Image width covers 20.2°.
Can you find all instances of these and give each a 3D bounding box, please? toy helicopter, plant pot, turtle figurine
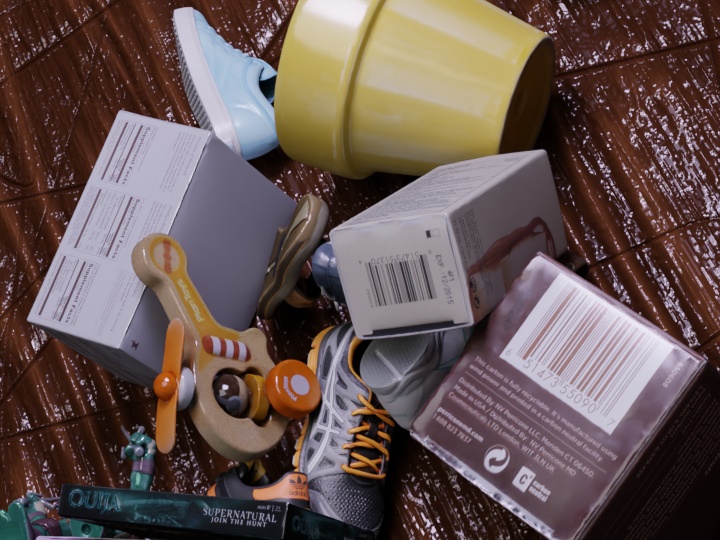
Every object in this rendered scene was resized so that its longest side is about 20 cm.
[{"bbox_3d":[-0.132,0.063,1.618,0.079,0.132,0.201,-37,80,45],"label":"toy helicopter"},{"bbox_3d":[0.054,-0.161,1.681,0.188,0.201,0.202,18,77,18],"label":"plant pot"},{"bbox_3d":[-0.223,0.200,1.687,0.149,0.200,0.101,-34,85,10],"label":"turtle figurine"}]

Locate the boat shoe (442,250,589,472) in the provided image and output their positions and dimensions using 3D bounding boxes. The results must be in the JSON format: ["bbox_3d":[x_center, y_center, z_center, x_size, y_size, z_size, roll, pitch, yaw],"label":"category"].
[{"bbox_3d":[0.126,0.070,1.602,0.074,0.075,0.204,15,77,24],"label":"boat shoe"}]

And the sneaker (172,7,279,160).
[{"bbox_3d":[-0.117,-0.173,1.859,0.081,0.074,0.201,-14,52,-11],"label":"sneaker"}]

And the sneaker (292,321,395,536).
[{"bbox_3d":[-0.004,0.126,1.630,0.077,0.078,0.201,-33,51,47],"label":"sneaker"}]

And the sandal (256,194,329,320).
[{"bbox_3d":[-0.047,-0.005,1.682,0.054,0.200,0.081,18,69,-8],"label":"sandal"}]

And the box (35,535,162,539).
[{"bbox_3d":[-0.136,0.280,1.573,0.175,0.200,0.097,-1,67,28],"label":"box"}]

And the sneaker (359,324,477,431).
[{"bbox_3d":[0.070,0.046,1.641,0.070,0.080,0.201,4,47,41],"label":"sneaker"}]

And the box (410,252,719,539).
[{"bbox_3d":[0.175,0.122,1.470,0.166,0.200,0.165,34,87,36],"label":"box"}]

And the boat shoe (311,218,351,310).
[{"bbox_3d":[0.000,0.000,1.628,0.061,0.200,0.075,16,97,7],"label":"boat shoe"}]

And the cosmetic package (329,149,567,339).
[{"bbox_3d":[0.070,-0.022,1.514,0.103,0.200,0.088,-9,103,30],"label":"cosmetic package"}]

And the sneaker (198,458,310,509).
[{"bbox_3d":[-0.102,0.196,1.643,0.199,0.070,0.091,0,78,53],"label":"sneaker"}]

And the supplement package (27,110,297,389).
[{"bbox_3d":[-0.166,-0.008,1.746,0.110,0.156,0.201,15,76,34],"label":"supplement package"}]

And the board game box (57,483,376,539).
[{"bbox_3d":[-0.106,0.188,1.502,0.199,0.135,0.028,2,76,29],"label":"board game box"}]
